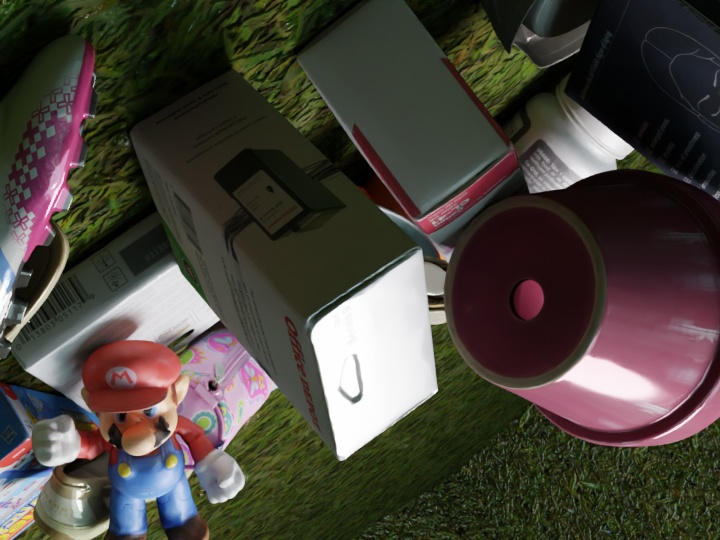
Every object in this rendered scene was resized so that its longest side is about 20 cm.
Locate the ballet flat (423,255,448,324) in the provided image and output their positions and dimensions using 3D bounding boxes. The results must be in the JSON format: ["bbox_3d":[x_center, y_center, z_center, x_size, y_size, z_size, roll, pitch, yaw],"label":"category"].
[{"bbox_3d":[0.000,0.000,1.019,0.198,0.068,0.062,6,168,-23],"label":"ballet flat"}]

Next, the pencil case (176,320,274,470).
[{"bbox_3d":[-0.122,0.095,1.129,0.087,0.088,0.200,-43,-177,20],"label":"pencil case"}]

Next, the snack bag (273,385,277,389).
[{"bbox_3d":[-0.028,0.060,1.481,0.199,0.021,0.189,-26,161,-39],"label":"snack bag"}]

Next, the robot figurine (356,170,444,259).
[{"bbox_3d":[0.040,-0.033,1.170,0.143,0.117,0.200,-19,153,-48],"label":"robot figurine"}]

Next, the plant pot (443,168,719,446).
[{"bbox_3d":[0.160,0.022,0.934,0.200,0.201,0.178,-45,149,26],"label":"plant pot"}]

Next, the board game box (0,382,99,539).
[{"bbox_3d":[-0.320,0.182,1.089,0.199,0.056,0.196,-39,165,2],"label":"board game box"}]

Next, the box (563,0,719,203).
[{"bbox_3d":[0.267,-0.149,0.932,0.124,0.196,0.200,-48,169,-16],"label":"box"}]

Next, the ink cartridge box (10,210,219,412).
[{"bbox_3d":[-0.174,0.031,1.009,0.162,0.057,0.200,-36,172,-7],"label":"ink cartridge box"}]

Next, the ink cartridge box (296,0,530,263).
[{"bbox_3d":[0.046,-0.092,0.945,0.085,0.148,0.200,-37,165,2],"label":"ink cartridge box"}]

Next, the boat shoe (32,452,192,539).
[{"bbox_3d":[-0.188,0.150,1.097,0.200,0.073,0.064,-29,148,-54],"label":"boat shoe"}]

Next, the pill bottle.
[{"bbox_3d":[0.176,-0.099,1.298,0.200,0.114,0.113,-44,164,26],"label":"pill bottle"}]

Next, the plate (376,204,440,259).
[{"bbox_3d":[-0.032,-0.006,1.091,0.198,0.026,0.201,0,143,0],"label":"plate"}]

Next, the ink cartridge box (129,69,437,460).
[{"bbox_3d":[-0.045,-0.004,0.821,0.084,0.200,0.147,-32,144,-17],"label":"ink cartridge box"}]

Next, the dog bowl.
[{"bbox_3d":[0.171,-0.237,0.978,0.199,0.059,0.200,-36,165,-11],"label":"dog bowl"}]

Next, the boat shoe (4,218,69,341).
[{"bbox_3d":[-0.248,0.033,0.803,0.199,0.074,0.066,-39,178,12],"label":"boat shoe"}]

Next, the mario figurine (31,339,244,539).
[{"bbox_3d":[-0.161,0.141,0.969,0.123,0.105,0.202,-36,137,-37],"label":"mario figurine"}]

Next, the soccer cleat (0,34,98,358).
[{"bbox_3d":[-0.200,-0.037,0.693,0.086,0.070,0.201,17,116,-20],"label":"soccer cleat"}]
